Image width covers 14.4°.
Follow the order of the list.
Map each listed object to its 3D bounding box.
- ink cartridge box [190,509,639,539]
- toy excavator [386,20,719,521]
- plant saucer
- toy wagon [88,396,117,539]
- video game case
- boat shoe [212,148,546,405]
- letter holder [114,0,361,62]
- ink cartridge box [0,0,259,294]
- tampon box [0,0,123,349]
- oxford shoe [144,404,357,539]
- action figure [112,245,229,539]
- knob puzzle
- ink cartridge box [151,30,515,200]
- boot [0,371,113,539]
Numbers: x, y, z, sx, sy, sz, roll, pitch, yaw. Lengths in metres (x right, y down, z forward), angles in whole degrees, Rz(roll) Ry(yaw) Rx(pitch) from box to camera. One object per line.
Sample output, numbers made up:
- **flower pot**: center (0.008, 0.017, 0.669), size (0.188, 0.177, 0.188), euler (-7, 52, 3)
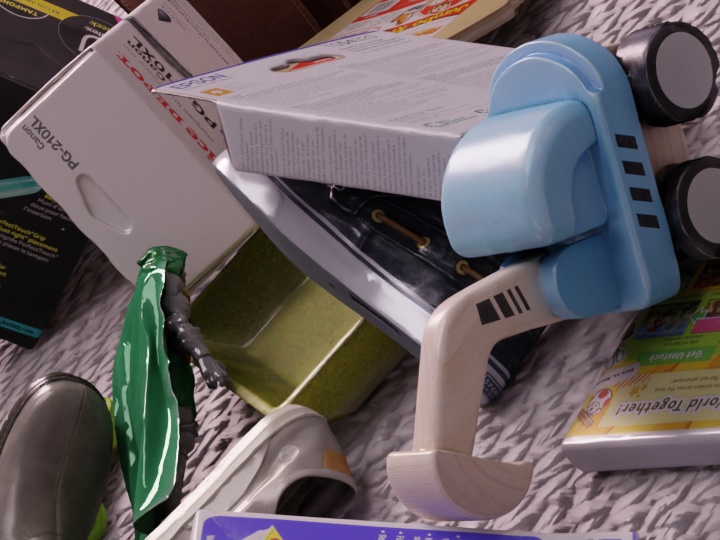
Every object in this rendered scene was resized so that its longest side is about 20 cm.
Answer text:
- **ink cartridge box**: center (0.018, 0.179, 1.177), size (0.199, 0.044, 0.198), euler (2, 34, 4)
- **toy excavator**: center (0.077, -0.002, 1.292), size (0.200, 0.195, 0.100), euler (-19, 7, -36)
- **plant saucer**: center (0.000, 0.000, 1.577), size (0.200, 0.048, 0.200), euler (-48, 23, -6)
- **toy wagon**: center (-0.201, 0.141, 1.686), size (0.200, 0.040, 0.155), euler (-51, 24, -13)
- **video game case**: center (0.198, 0.011, 1.266), size (0.200, 0.023, 0.182), euler (-8, 42, 53)
- **boat shoe**: center (0.020, -0.022, 1.453), size (0.200, 0.071, 0.091), euler (39, 81, 23)
- **letter holder**: center (-0.083, -0.205, 1.860), size (0.142, 0.200, 0.101), euler (-41, 23, 7)
- **ink cartridge box**: center (-0.116, -0.077, 1.703), size (0.084, 0.145, 0.200), euler (-41, 6, 18)
- **tampon box**: center (-0.239, -0.079, 1.894), size (0.126, 0.149, 0.200), euler (-82, 18, -54)
- **oxford shoe**: center (-0.075, 0.156, 1.428), size (0.058, 0.075, 0.200), euler (38, 85, 30)
- **action figure**: center (-0.106, 0.068, 1.544), size (0.118, 0.054, 0.201), euler (118, 154, -51)
- **knob puzzle**: center (0.019, -0.129, 1.724), size (0.219, 0.031, 0.220), euler (-24, 17, 8)
- **ink cartridge box**: center (0.030, -0.081, 1.461), size (0.200, 0.043, 0.196), euler (9, 18, 37)
- **boot**: center (-0.161, 0.164, 1.509), size (0.131, 0.068, 0.201), euler (27, 101, 64)
